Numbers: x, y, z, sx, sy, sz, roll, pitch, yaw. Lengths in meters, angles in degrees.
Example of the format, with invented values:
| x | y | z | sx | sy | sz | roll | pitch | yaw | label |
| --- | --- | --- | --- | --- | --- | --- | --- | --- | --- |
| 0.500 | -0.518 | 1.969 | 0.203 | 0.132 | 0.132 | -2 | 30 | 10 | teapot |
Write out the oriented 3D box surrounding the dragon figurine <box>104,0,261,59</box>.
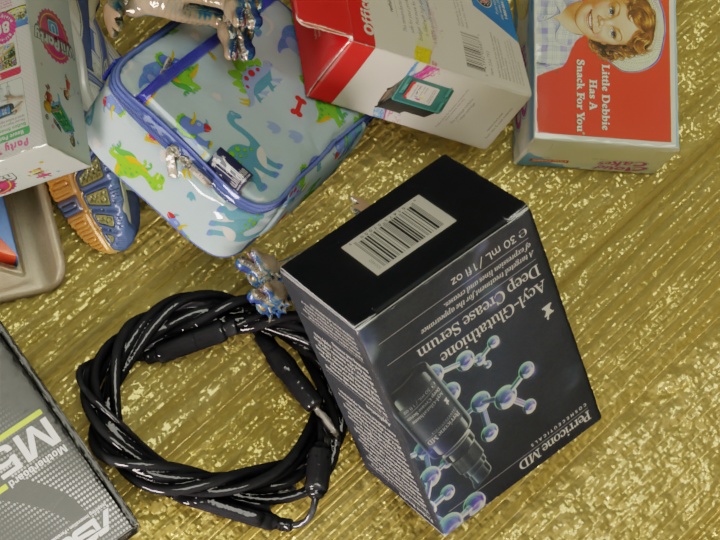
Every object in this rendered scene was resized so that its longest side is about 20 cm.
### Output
| x | y | z | sx | sy | sz | roll | pitch | yaw | label |
| --- | --- | --- | --- | --- | --- | --- | --- | --- | --- |
| -0.141 | -0.213 | 1.442 | 0.099 | 0.059 | 0.200 | -8 | 45 | -34 | dragon figurine |

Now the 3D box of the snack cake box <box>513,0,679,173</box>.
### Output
| x | y | z | sx | sy | sz | roll | pitch | yaw | label |
| --- | --- | --- | --- | --- | --- | --- | --- | --- | --- |
| 0.179 | -0.181 | 1.589 | 0.114 | 0.067 | 0.202 | 4 | 75 | -9 | snack cake box |

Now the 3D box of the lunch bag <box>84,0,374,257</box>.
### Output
| x | y | z | sx | sy | sz | roll | pitch | yaw | label |
| --- | --- | --- | --- | --- | --- | --- | --- | --- | --- |
| -0.092 | -0.114 | 1.482 | 0.161 | 0.083 | 0.200 | 43 | 42 | 4 | lunch bag |

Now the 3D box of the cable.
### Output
| x | y | z | sx | sy | sz | roll | pitch | yaw | label |
| --- | --- | --- | --- | --- | --- | --- | --- | --- | --- |
| -0.104 | 0.090 | 1.483 | 0.198 | 0.051 | 0.165 | 18 | 73 | -3 | cable |

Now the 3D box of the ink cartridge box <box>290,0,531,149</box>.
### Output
| x | y | z | sx | sy | sz | roll | pitch | yaw | label |
| --- | --- | --- | --- | --- | --- | --- | --- | --- | --- |
| 0.018 | -0.173 | 1.506 | 0.199 | 0.067 | 0.117 | 15 | 47 | -29 | ink cartridge box |

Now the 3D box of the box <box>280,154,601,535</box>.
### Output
| x | y | z | sx | sy | sz | roll | pitch | yaw | label |
| --- | --- | --- | --- | --- | --- | --- | --- | --- | --- |
| 0.058 | 0.052 | 1.434 | 0.148 | 0.201 | 0.107 | -35 | 38 | -16 | box |

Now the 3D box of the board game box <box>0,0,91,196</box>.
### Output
| x | y | z | sx | sy | sz | roll | pitch | yaw | label |
| --- | --- | --- | --- | --- | --- | --- | --- | --- | --- |
| -0.276 | -0.151 | 1.442 | 0.146 | 0.064 | 0.202 | -16 | 72 | 20 | board game box |

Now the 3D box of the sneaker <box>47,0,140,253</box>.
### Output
| x | y | z | sx | sy | sz | roll | pitch | yaw | label |
| --- | --- | --- | --- | --- | --- | --- | --- | --- | --- |
| -0.190 | -0.115 | 1.512 | 0.088 | 0.075 | 0.202 | -23 | 97 | -49 | sneaker |

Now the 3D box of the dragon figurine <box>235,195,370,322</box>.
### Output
| x | y | z | sx | sy | sz | roll | pitch | yaw | label |
| --- | --- | --- | --- | --- | --- | --- | --- | --- | --- |
| 0.000 | 0.000 | 1.509 | 0.199 | 0.099 | 0.059 | 7 | 55 | -47 | dragon figurine |

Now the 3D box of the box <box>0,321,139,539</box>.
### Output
| x | y | z | sx | sy | sz | roll | pitch | yaw | label |
| --- | --- | --- | --- | --- | --- | --- | --- | --- | --- |
| -0.287 | 0.158 | 1.441 | 0.199 | 0.048 | 0.194 | -33 | 79 | -14 | box |

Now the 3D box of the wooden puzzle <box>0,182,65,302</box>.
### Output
| x | y | z | sx | sy | sz | roll | pitch | yaw | label |
| --- | --- | --- | --- | --- | --- | --- | --- | --- | --- |
| -0.327 | -0.058 | 1.492 | 0.198 | 0.046 | 0.187 | -14 | 78 | -11 | wooden puzzle |
